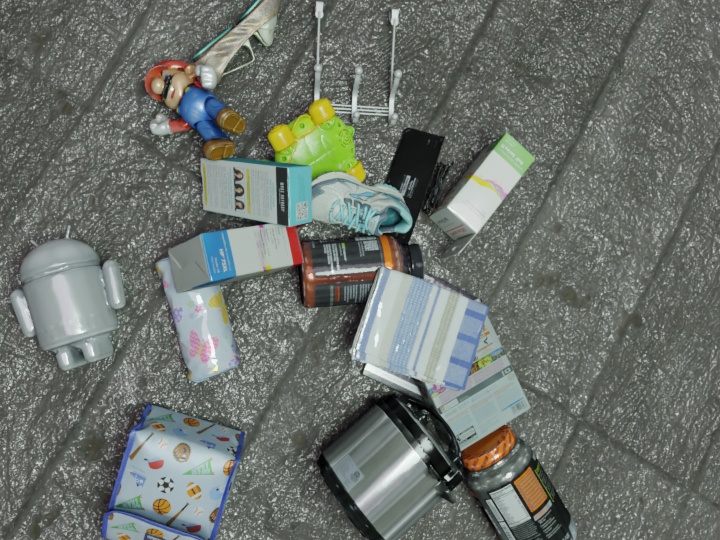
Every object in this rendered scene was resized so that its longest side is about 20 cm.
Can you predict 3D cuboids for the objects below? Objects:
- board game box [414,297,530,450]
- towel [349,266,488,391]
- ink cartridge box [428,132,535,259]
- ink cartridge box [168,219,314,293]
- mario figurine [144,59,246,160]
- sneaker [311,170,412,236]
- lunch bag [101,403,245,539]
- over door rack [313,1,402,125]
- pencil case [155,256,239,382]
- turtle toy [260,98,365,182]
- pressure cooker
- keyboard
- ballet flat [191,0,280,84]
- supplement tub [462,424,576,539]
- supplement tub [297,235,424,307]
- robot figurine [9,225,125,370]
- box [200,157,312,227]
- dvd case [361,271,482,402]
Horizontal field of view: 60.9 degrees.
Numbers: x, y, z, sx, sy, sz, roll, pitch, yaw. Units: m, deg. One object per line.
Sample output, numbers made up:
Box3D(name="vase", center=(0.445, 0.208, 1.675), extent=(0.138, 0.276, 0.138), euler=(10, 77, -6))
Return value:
Box3D(name="board game box", center=(0.166, 0.168, 1.005), extent=(0.146, 0.064, 0.203), euler=(-26, 94, -11))
Box3D(name="towel", center=(0.092, 0.092, 0.940), extent=(0.197, 0.024, 0.150), euler=(19, 87, -15))
Box3D(name="ink cartridge box", center=(0.184, -0.119, 1.009), extent=(0.067, 0.117, 0.201), euler=(40, 81, -4))
Box3D(name="ink cartridge box", center=(-0.167, -0.024, 0.909), extent=(0.198, 0.115, 0.069), euler=(-12, 88, -42))
Box3D(name="mario figurine", center=(-0.267, -0.252, 0.924), extent=(0.123, 0.106, 0.200), euler=(-43, 63, -9))
Box3D(name="sneaker", center=(0.000, -0.096, 0.938), extent=(0.197, 0.087, 0.079), euler=(-1, 129, -34))
Box3D(name="lunch bag", center=(-0.280, 0.331, 0.914), extent=(0.167, 0.124, 0.203), euler=(20, 98, -7))
Box3D(name="over door rack", center=(-0.007, -0.349, 1.017), extent=(0.145, 0.067, 0.204), euler=(1, 87, -10))
Box3D(name="pencil case", center=(-0.253, 0.068, 0.948), extent=(0.089, 0.083, 0.204), euler=(-18, 89, 10))
Box3D(name="turtle toy", center=(-0.095, -0.175, 0.975), extent=(0.198, 0.101, 0.147), euler=(-33, 116, -7))
Box3D(name="pressure cooker", center=(0.055, 0.295, 0.937), extent=(0.199, 0.179, 0.177), euler=(-40, 91, -8))
Box3D(name="keyboard", center=(0.092, -0.136, 1.045), extent=(0.102, 0.040, 0.203), euler=(19, 86, 16))
Box3D(name="ballet flat", center=(-0.185, -0.381, 0.999), extent=(0.200, 0.068, 0.067), euler=(-44, 113, -3))
Box3D(name="supplement tub", center=(0.251, 0.363, 0.993), extent=(0.121, 0.122, 0.202), euler=(-31, 92, -9))
Box3D(name="supplement tub", center=(0.000, 0.000, 0.978), extent=(0.196, 0.107, 0.109), euler=(-4, 88, -8))
Box3D(name="robot figurine", center=(-0.429, 0.041, 0.905), extent=(0.167, 0.113, 0.204), euler=(-18, 90, -3))
Box3D(name="box", center=(-0.159, -0.122, 0.913), extent=(0.049, 0.197, 0.084), euler=(-17, 114, -48))
Box3D(name="dvd case", center=(0.106, 0.111, 1.036), extent=(0.147, 0.016, 0.203), euler=(25, 83, -8))
